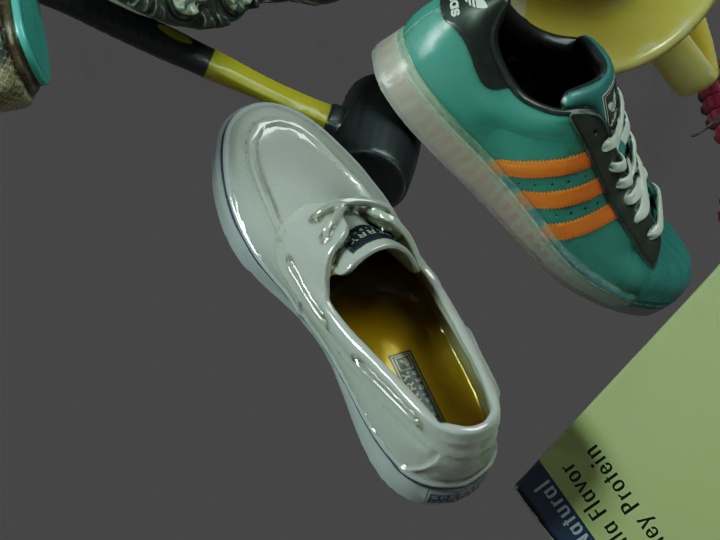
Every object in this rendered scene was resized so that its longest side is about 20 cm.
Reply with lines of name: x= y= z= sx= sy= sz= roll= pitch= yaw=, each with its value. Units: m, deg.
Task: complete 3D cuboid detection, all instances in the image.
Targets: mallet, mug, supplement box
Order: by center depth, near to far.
supplement box: x=0.210 y=0.093 z=0.950 sx=0.134 sy=0.200 sz=0.200 roll=-15 pitch=62 yaw=-45
mallet: x=-0.060 y=-0.097 z=1.069 sx=0.200 sy=0.041 sz=0.066 roll=29 pitch=39 yaw=-4
mug: x=0.112 y=-0.188 z=1.235 sx=0.149 sy=0.187 sz=0.153 roll=-4 pitch=36 yaw=2

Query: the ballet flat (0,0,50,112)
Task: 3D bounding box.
ballet flat: x=-0.168 y=-0.140 z=1.004 sx=0.075 sy=0.068 sz=0.200 roll=-12 pitch=45 yaw=10

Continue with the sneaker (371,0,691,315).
sneaker: x=0.099 y=-0.056 z=1.082 sx=0.200 sy=0.080 sz=0.071 roll=40 pitch=34 yaw=-26

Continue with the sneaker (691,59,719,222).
sneaker: x=0.229 y=-0.059 z=1.216 sx=0.081 sy=0.075 sz=0.200 roll=14 pitch=45 yaw=-26

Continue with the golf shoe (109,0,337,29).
golf shoe: x=-0.078 y=-0.144 z=1.052 sx=0.200 sy=0.088 sz=0.077 roll=-6 pitch=93 yaw=-53

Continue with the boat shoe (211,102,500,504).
boat shoe: x=0.000 y=0.000 z=0.976 sx=0.071 sy=0.070 sz=0.200 roll=-17 pitch=64 yaw=-22
